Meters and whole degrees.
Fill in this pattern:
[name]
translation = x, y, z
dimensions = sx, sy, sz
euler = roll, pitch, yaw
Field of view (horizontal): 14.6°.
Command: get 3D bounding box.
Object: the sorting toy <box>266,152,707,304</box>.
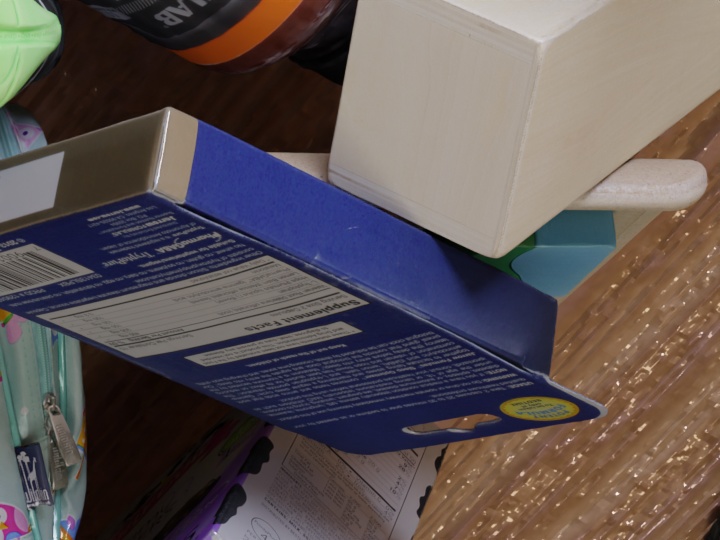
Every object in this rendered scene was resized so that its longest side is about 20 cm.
[sorting toy]
translation = 0.000, 0.000, 0.960
dimensions = 0.184, 0.037, 0.200
euler = 0, 166, -17

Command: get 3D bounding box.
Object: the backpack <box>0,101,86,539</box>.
[backpack]
translation = -0.158, 0.038, 0.933
dimensions = 0.126, 0.167, 0.201
euler = -10, 98, -30

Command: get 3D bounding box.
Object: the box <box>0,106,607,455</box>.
[box]
translation = -0.028, 0.010, 0.869
dimensions = 0.121, 0.033, 0.200
euler = -13, 150, 43

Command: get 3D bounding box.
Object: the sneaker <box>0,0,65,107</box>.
[sneaker]
translation = -0.181, -0.071, 0.866
dimensions = 0.199, 0.084, 0.077
euler = 9, 99, 21

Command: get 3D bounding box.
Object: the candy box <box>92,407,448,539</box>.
[candy box]
translation = -0.061, 0.126, 1.001
dimensions = 0.072, 0.200, 0.168
euler = 43, 110, -6

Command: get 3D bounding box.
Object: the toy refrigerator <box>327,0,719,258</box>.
[toy refrigerator]
translation = 0.070, -0.084, 0.897
dimensions = 0.200, 0.070, 0.076
euler = -37, 145, -49

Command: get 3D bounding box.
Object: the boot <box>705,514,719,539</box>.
[boot]
translation = 0.222, 0.099, 1.165
dimensions = 0.130, 0.068, 0.201
euler = -4, 129, -21

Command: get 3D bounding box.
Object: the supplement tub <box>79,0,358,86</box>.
[supplement tub]
translation = -0.062, -0.130, 0.870
dimensions = 0.200, 0.107, 0.107
euler = 27, 115, -32
